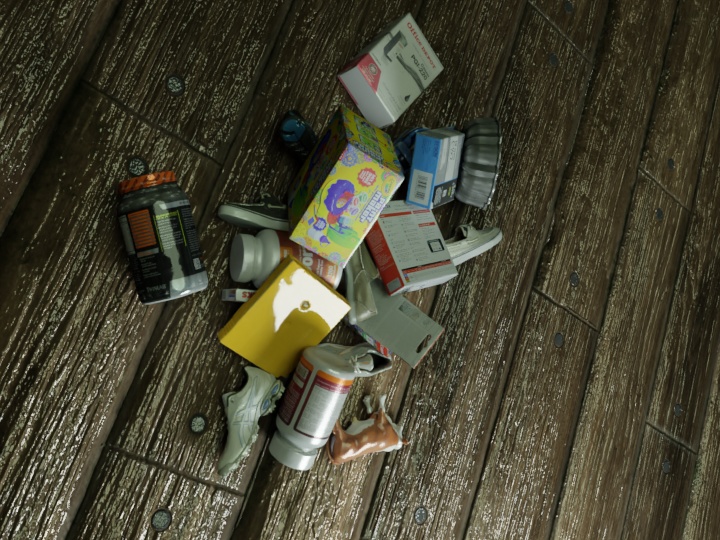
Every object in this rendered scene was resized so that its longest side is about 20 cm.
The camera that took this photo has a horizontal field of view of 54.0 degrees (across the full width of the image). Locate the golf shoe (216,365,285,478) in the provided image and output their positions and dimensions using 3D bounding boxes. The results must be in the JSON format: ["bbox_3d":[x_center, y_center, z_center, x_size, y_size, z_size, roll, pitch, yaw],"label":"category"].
[{"bbox_3d":[-0.223,0.271,1.288,0.096,0.078,0.203,32,64,-8],"label":"golf shoe"}]

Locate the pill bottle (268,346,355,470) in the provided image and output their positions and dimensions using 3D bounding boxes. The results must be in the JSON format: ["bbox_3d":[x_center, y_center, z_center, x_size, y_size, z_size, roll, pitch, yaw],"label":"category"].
[{"bbox_3d":[-0.093,0.256,1.313,0.107,0.109,0.205,20,98,-30],"label":"pill bottle"}]

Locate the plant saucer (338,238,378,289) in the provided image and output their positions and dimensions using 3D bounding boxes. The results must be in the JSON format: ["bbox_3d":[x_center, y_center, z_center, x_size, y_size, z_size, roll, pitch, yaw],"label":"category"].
[{"bbox_3d":[-0.014,-0.063,1.458,0.196,0.036,0.208,2,87,-35],"label":"plant saucer"}]

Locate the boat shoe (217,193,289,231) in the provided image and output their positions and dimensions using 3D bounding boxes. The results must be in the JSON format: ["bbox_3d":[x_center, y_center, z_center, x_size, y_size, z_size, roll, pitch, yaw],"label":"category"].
[{"bbox_3d":[-0.179,-0.110,1.333,0.196,0.070,0.066,10,82,-41],"label":"boat shoe"}]

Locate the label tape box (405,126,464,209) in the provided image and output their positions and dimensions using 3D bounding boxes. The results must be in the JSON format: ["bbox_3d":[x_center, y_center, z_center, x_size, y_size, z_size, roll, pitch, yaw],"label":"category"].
[{"bbox_3d":[0.174,-0.223,1.509,0.198,0.065,0.148,-24,127,-56],"label":"label tape box"}]

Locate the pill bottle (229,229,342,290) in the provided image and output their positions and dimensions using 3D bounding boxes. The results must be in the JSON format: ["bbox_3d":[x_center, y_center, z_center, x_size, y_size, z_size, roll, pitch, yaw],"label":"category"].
[{"bbox_3d":[-0.139,-0.016,1.320,0.195,0.111,0.116,5,85,-29],"label":"pill bottle"}]

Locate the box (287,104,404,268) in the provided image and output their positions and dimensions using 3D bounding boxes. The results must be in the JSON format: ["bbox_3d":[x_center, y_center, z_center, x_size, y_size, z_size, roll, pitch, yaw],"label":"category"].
[{"bbox_3d":[-0.033,-0.155,1.276,0.120,0.194,0.202,26,114,-21],"label":"box"}]

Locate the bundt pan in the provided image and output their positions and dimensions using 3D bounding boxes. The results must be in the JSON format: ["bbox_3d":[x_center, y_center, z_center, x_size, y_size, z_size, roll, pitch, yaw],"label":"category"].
[{"bbox_3d":[0.251,-0.242,1.564,0.073,0.202,0.209,7,82,-4],"label":"bundt pan"}]

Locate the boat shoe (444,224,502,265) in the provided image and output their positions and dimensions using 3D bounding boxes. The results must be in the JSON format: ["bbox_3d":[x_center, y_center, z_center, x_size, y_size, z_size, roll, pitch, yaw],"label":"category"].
[{"bbox_3d":[0.244,-0.071,1.615,0.196,0.070,0.072,-25,103,-25],"label":"boat shoe"}]

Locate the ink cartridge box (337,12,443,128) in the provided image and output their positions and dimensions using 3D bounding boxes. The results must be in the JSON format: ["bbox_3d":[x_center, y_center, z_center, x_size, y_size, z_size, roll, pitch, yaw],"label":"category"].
[{"bbox_3d":[0.067,-0.424,1.506,0.147,0.084,0.201,51,61,-20],"label":"ink cartridge box"}]

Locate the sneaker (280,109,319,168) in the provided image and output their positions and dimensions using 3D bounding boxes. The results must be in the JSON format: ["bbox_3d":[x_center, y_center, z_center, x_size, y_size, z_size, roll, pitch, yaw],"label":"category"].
[{"bbox_3d":[-0.091,-0.225,1.388,0.072,0.083,0.203,-23,121,8],"label":"sneaker"}]

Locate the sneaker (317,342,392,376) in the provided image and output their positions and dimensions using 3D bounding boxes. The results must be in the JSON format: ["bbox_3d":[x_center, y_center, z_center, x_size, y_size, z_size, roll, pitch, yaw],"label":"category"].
[{"bbox_3d":[-0.023,0.180,1.402,0.195,0.091,0.078,-7,92,-33],"label":"sneaker"}]

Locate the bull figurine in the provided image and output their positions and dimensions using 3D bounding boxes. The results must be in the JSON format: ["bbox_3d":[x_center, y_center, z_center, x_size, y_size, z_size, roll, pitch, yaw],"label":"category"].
[{"bbox_3d":[0.014,0.323,1.436,0.196,0.064,0.125,-11,89,-36],"label":"bull figurine"}]

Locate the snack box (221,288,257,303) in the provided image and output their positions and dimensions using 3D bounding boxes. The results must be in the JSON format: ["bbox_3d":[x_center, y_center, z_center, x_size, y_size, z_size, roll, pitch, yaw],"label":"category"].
[{"bbox_3d":[-0.158,0.055,1.331,0.195,0.071,0.025,8,82,-33],"label":"snack box"}]

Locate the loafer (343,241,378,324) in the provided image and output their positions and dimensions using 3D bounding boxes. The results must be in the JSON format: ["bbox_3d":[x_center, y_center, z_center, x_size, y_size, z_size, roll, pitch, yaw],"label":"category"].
[{"bbox_3d":[0.000,0.000,1.384,0.067,0.075,0.207,-4,89,-4],"label":"loafer"}]

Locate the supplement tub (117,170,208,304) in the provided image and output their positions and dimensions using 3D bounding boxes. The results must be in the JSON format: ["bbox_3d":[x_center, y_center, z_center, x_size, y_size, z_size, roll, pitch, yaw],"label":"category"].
[{"bbox_3d":[-0.335,-0.055,1.188,0.120,0.121,0.206,-16,96,-33],"label":"supplement tub"}]

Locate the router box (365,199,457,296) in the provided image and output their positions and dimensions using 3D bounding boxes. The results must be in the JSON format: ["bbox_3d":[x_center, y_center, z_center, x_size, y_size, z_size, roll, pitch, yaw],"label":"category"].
[{"bbox_3d":[0.101,-0.053,1.465,0.197,0.048,0.184,-10,74,-49],"label":"router box"}]

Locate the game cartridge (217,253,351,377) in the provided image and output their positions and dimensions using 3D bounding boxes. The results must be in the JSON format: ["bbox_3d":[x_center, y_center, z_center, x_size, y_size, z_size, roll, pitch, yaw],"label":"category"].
[{"bbox_3d":[-0.138,0.091,1.298,0.200,0.033,0.176,-45,129,7],"label":"game cartridge"}]

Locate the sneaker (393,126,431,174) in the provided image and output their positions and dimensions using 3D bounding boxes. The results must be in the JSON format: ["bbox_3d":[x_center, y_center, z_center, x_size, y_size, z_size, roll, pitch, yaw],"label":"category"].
[{"bbox_3d":[0.085,-0.241,1.508,0.074,0.081,0.201,49,65,-22],"label":"sneaker"}]

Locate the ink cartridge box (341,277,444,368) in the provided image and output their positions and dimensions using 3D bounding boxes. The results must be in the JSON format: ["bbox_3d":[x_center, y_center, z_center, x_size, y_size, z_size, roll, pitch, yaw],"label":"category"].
[{"bbox_3d":[0.061,0.107,1.411,0.198,0.051,0.109,36,69,21],"label":"ink cartridge box"}]
